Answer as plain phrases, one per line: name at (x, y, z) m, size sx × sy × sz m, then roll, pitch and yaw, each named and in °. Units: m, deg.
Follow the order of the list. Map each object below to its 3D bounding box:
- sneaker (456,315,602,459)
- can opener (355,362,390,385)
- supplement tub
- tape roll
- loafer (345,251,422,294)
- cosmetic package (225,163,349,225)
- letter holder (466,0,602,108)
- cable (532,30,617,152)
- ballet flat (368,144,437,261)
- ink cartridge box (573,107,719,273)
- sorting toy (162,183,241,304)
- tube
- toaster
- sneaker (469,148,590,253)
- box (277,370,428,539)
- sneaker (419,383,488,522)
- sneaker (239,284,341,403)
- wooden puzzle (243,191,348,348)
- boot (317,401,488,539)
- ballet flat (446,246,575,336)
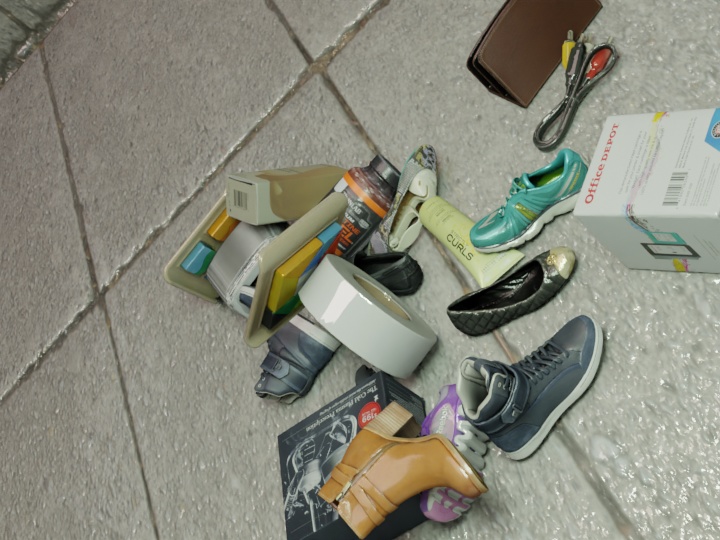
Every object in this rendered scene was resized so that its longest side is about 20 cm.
sneaker at (0.205, 0.119, 1.375) m, size 0.203 × 0.146 × 0.077 m, roll -55°, pitch 36°, yaw -4°
can opener at (-0.011, 0.119, 1.691) m, size 0.067 × 0.053 × 0.200 m, roll -49°, pitch 37°, yaw 5°
supplement tub at (-0.013, -0.093, 1.812) m, size 0.200 × 0.107 × 0.107 m, roll -47°, pitch 38°, yaw 9°
tape roll at (0.011, 0.065, 1.587) m, size 0.071 × 0.202 × 0.202 m, roll -53°, pitch 37°, yaw 7°
loafer at (0.000, 0.000, 1.723) m, size 0.199 × 0.071 × 0.068 m, roll -4°, pitch 42°, yaw 30°
cosmetic package at (-0.116, -0.130, 1.874) m, size 0.105 × 0.199 × 0.072 m, roll 18°, pitch 113°, yaw 49°
letter holder at (0.248, -0.381, 1.724) m, size 0.201 × 0.142 × 0.100 m, roll -53°, pitch 38°, yaw 1°
cable at (0.323, -0.265, 1.658) m, size 0.096 × 0.050 × 0.202 m, roll 14°, pitch 84°, yaw 33°
ballet flat at (0.083, -0.100, 1.748) m, size 0.072 × 0.072 × 0.202 m, roll 21°, pitch 83°, yaw 52°
ink cartridge box at (0.391, -0.094, 1.349) m, size 0.199 × 0.146 × 0.148 m, roll 4°, pitch 66°, yaw 48°
sorting toy at (-0.239, -0.040, 1.963) m, size 0.036 × 0.185 × 0.201 m, roll 36°, pitch 92°, yaw 27°
tube at (0.157, -0.045, 1.645) m, size 0.200 × 0.051 × 0.059 m, roll 47°, pitch 126°, yaw 48°
toaster at (-0.178, 0.000, 1.904) m, size 0.200 × 0.113 × 0.129 m, roll -50°, pitch 34°, yaw 5°
sneaker at (0.231, -0.101, 1.570) m, size 0.199 × 0.080 × 0.078 m, roll -36°, pitch 39°, yaw 14°
box at (-0.004, 0.273, 1.524) m, size 0.199 × 0.104 × 0.183 m, roll -35°, pitch 43°, yaw 24°
sneaker at (0.114, 0.228, 1.451) m, size 0.088 × 0.081 × 0.202 m, roll -1°, pitch 56°, yaw 40°
sneaker at (-0.146, 0.121, 1.777) m, size 0.201 × 0.077 × 0.147 m, roll 32°, pitch 89°, yaw 29°
wooden puzzle at (-0.088, 0.004, 1.600) m, size 0.037 × 0.201 × 0.185 m, roll 35°, pitch 52°, yaw 19°
boot at (0.049, 0.263, 1.352) m, size 0.155 × 0.074 × 0.199 m, roll -48°, pitch 39°, yaw -12°
ballet flat at (0.207, 0.028, 1.525) m, size 0.199 × 0.057 × 0.067 m, roll -35°, pitch 42°, yaw 23°
